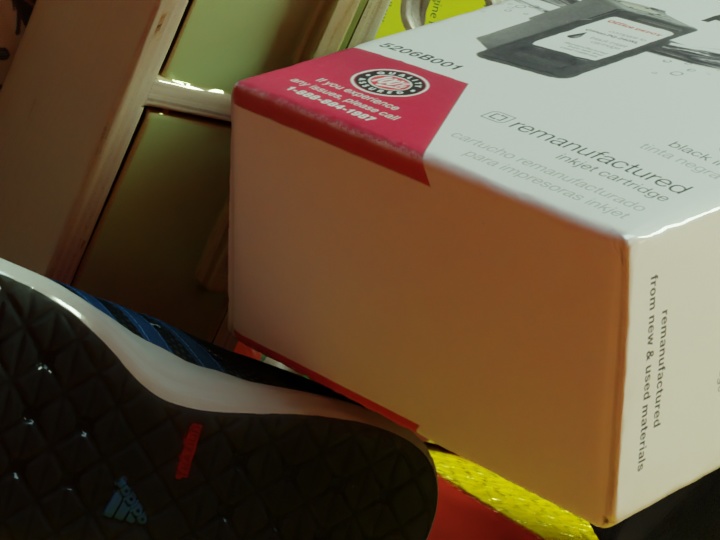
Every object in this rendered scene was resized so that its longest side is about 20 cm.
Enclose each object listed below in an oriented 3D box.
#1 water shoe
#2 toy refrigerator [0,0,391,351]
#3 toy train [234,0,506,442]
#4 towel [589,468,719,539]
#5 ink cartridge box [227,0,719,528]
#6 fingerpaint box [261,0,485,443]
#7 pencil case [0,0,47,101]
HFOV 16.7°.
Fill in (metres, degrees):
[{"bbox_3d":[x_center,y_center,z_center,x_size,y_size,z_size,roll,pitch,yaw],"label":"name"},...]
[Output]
[{"bbox_3d":[-0.077,0.042,0.669,0.200,0.072,0.079,23,-1,-24],"label":"water shoe"},{"bbox_3d":[-0.059,-0.039,0.723,0.076,0.200,0.070,10,23,-38],"label":"toy refrigerator"},{"bbox_3d":[0.000,0.000,0.810,0.150,0.200,0.056,38,21,-31],"label":"toy train"},{"bbox_3d":[0.129,0.066,0.740,0.049,0.112,0.200,42,3,-10],"label":"towel"},{"bbox_3d":[0.083,-0.021,0.689,0.200,0.084,0.145,-22,33,-40],"label":"ink cartridge box"},{"bbox_3d":[0.025,-0.042,0.915,0.167,0.200,0.073,12,9,-23],"label":"fingerpaint box"},{"bbox_3d":[-0.135,-0.066,0.761,0.089,0.200,0.078,22,19,-30],"label":"pencil case"}]
